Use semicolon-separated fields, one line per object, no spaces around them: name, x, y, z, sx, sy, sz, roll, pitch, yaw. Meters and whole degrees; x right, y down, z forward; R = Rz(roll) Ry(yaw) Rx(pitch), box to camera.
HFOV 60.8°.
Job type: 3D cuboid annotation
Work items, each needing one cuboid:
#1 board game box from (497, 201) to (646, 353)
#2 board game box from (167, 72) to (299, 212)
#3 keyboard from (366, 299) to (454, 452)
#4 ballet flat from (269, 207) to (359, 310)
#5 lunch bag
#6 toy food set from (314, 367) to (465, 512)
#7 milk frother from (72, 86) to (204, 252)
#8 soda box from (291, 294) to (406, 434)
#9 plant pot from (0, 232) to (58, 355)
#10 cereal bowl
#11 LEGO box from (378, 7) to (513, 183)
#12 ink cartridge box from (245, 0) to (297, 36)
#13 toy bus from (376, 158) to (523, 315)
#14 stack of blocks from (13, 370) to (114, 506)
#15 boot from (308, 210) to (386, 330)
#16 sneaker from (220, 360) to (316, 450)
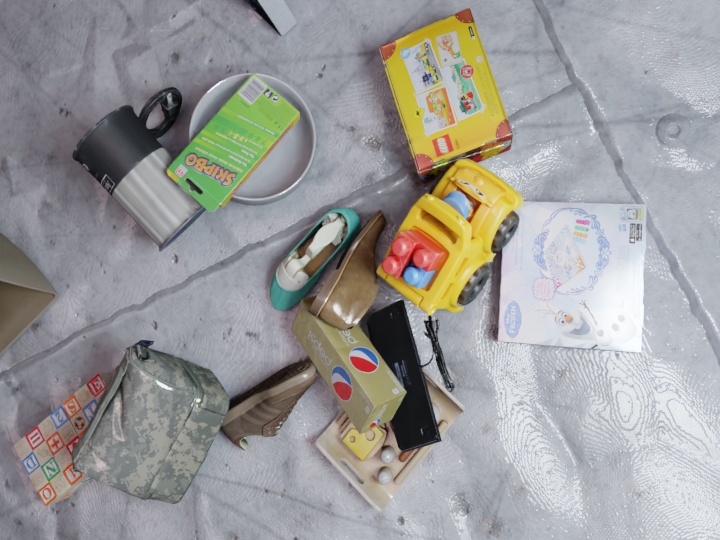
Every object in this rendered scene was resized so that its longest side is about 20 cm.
board game box;0.298;0.007;0.878;0.192;0.043;0.207;3;86;13
board game box;-0.187;-0.187;0.907;0.095;0.030;0.201;38;77;3
keyboard;0.078;0.140;0.866;0.125;0.020;0.206;-27;70;36
ballet flat;-0.081;-0.023;0.950;0.067;0.070;0.200;44;95;14
lunch bag;-0.314;0.222;0.915;0.139;0.166;0.203;35;95;48
toy food set;0.041;0.229;0.908;0.143;0.060;0.201;41;94;12
milk frother;-0.309;-0.168;0.975;0.200;0.180;0.189;-45;102;-12
soda box;-0.022;0.127;0.886;0.201;0.063;0.069;51;136;29
plant pot;-0.673;0.021;1.026;0.199;0.200;0.178;-41;66;6
cereal bowl;-0.165;-0.196;0.965;0.193;0.083;0.207;1;79;-4
LEGO box;0.127;-0.258;0.920;0.145;0.077;0.206;-18;82;10
ink cartridge box;-0.199;-0.481;0.948;0.043;0.200;0.198;-43;78;2
toy bus;0.108;-0.045;0.833;0.135;0.190;0.203;38;111;23
stack of blocks;-0.458;0.275;1.015;0.199;0.059;0.116;-39;79;7
boot;0.000;0.000;0.910;0.074;0.074;0.203;31;61;-2
sneaker;-0.132;0.208;0.942;0.197;0.071;0.077;-31;99;25
